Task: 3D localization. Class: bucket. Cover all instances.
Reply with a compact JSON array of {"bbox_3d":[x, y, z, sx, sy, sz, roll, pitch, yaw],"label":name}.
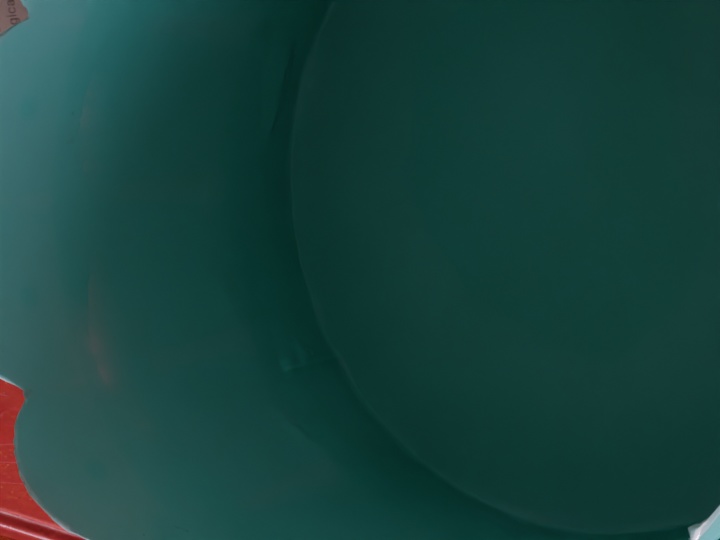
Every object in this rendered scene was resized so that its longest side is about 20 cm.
[{"bbox_3d":[0.029,-0.016,0.615,0.207,0.208,0.135,-27,171,28],"label":"bucket"}]

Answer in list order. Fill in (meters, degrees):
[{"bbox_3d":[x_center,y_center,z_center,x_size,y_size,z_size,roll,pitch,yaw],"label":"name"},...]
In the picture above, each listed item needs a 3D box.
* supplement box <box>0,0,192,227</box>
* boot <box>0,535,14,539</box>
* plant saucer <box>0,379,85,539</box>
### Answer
[{"bbox_3d":[-0.157,-0.030,0.707,0.199,0.074,0.126,-9,-178,-19],"label":"supplement box"},{"bbox_3d":[-0.094,0.091,1.115,0.107,0.075,0.200,10,-147,44],"label":"boot"},{"bbox_3d":[-0.121,0.034,0.902,0.199,0.037,0.200,19,146,-19],"label":"plant saucer"}]
